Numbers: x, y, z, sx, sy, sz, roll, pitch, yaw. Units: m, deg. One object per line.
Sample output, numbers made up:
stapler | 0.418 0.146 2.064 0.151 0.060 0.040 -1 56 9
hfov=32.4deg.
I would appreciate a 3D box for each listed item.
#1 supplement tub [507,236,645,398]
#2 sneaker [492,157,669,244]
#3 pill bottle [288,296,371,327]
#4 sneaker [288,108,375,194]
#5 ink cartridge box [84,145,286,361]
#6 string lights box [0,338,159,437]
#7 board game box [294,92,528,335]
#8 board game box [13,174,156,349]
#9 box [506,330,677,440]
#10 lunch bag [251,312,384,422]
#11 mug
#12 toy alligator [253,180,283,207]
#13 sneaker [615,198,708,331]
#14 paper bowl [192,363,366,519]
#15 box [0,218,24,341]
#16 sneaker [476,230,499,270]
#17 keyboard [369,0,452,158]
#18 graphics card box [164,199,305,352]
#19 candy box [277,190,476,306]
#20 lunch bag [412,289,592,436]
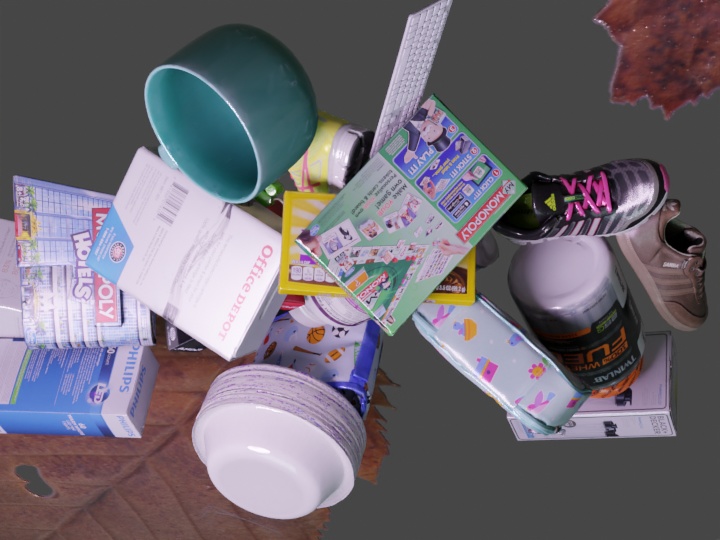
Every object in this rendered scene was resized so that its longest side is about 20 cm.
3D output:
supplement tub | 0.249 0.051 1.395 0.121 0.124 0.201 -8 141 24
sneaker | 0.214 -0.069 1.261 0.198 0.075 0.087 -12 172 34
pill bottle | 0.000 0.000 1.393 0.112 0.113 0.199 32 146 -27
sneaker | -0.042 -0.106 1.313 0.090 0.078 0.201 32 148 9
ink cartridge box | -0.171 -0.020 1.322 0.199 0.084 0.146 32 102 13
string lights box | -0.350 0.139 1.475 0.197 0.104 0.059 1 144 12
board game box | 0.050 -0.055 1.219 0.135 0.200 0.029 44 173 -2
board game box | -0.291 -0.011 1.426 0.197 0.203 0.062 -3 180 -1
box | 0.285 0.143 1.515 0.198 0.118 0.060 -6 141 21
lunch bag | -0.042 0.118 1.519 0.123 0.171 0.199 34 136 -23
mug | -0.126 -0.163 1.199 0.184 0.114 0.153 21 140 37
toy alligator | -0.119 -0.109 1.308 0.199 0.059 0.055 29 106 10
sneaker | 0.346 -0.003 1.340 0.075 0.071 0.200 -17 136 32
paper bowl | -0.099 0.209 1.436 0.198 0.105 0.202 11 137 11
box | -0.410 0.022 1.526 0.197 0.126 0.098 13 145 -3
sneaker | 0.110 -0.072 1.312 0.086 0.076 0.200 -25 137 21
keyboard | 0.047 -0.183 1.193 0.011 0.056 0.201 41 147 16
graphics card box | -0.154 0.008 1.437 0.199 0.127 0.051 -24 159 37
candy box | 0.018 -0.022 1.246 0.197 0.104 0.026 4 166 -6
lunch bag | 0.153 0.095 1.317 0.200 0.077 0.160 42 -177 16
